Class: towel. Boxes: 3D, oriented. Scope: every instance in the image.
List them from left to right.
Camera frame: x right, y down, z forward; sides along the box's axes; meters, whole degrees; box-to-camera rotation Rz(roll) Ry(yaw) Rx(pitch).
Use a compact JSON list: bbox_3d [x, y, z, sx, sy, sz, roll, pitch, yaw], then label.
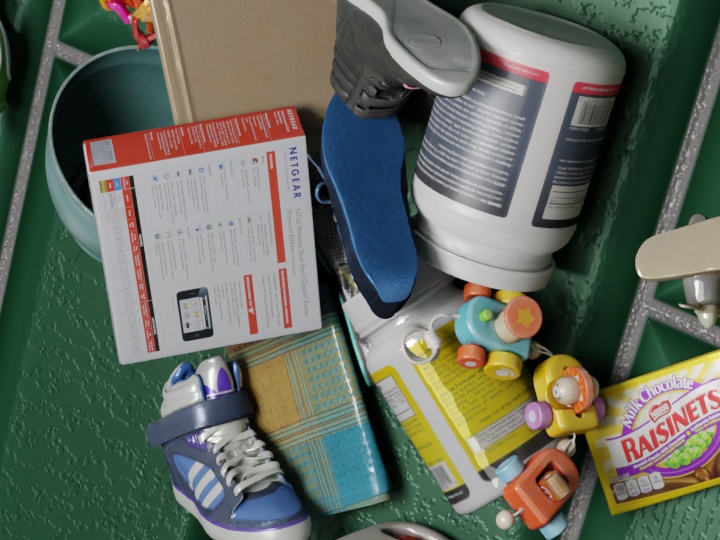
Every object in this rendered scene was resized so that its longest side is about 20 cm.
[{"bbox_3d":[-0.050,0.123,1.767,0.146,0.022,0.202,-20,84,41],"label":"towel"}]

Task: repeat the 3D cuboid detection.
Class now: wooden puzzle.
[{"bbox_3d":[-0.074,-0.189,1.613,0.183,0.037,0.202,-12,110,-5],"label":"wooden puzzle"}]

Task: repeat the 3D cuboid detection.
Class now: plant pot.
[{"bbox_3d":[-0.195,-0.081,1.758,0.201,0.199,0.134,58,148,13],"label":"plant pot"}]

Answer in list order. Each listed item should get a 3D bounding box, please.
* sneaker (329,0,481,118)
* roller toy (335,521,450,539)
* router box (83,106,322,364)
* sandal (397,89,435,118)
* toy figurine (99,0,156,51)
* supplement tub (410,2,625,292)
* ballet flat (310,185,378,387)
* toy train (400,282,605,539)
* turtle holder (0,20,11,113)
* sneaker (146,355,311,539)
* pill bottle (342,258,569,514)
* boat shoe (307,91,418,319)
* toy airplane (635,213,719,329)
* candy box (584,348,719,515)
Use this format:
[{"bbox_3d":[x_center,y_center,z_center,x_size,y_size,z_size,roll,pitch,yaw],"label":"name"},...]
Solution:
[{"bbox_3d":[0.035,-0.154,1.530,0.200,0.070,0.100,-131,40,-51],"label":"sneaker"},{"bbox_3d":[0.014,0.315,1.688,0.182,0.139,0.202,-25,82,32],"label":"roller toy"},{"bbox_3d":[-0.128,-0.026,1.633,0.049,0.178,0.201,-111,14,-52],"label":"router box"},{"bbox_3d":[0.019,-0.164,1.672,0.199,0.055,0.082,-14,103,35],"label":"sandal"},{"bbox_3d":[-0.160,-0.220,1.687,0.185,0.150,0.200,59,150,-5],"label":"toy figurine"},{"bbox_3d":[0.120,-0.099,1.563,0.140,0.140,0.202,26,109,28],"label":"supplement tub"},{"bbox_3d":[0.000,0.000,1.709,0.072,0.072,0.202,-29,81,32],"label":"ballet flat"},{"bbox_3d":[0.127,0.100,1.539,0.201,0.150,0.056,55,142,-1],"label":"toy train"},{"bbox_3d":[-0.402,-0.214,1.906,0.140,0.186,0.133,13,107,-2],"label":"turtle holder"},{"bbox_3d":[-0.118,0.154,1.758,0.199,0.080,0.148,21,121,54],"label":"sneaker"},{"bbox_3d":[0.076,0.088,1.618,0.114,0.114,0.201,-33,88,32],"label":"pill bottle"},{"bbox_3d":[-0.001,-0.054,1.571,0.069,0.083,0.202,103,166,-58],"label":"boat shoe"},{"bbox_3d":[0.332,-0.020,1.455,0.199,0.141,0.199,34,76,34],"label":"toy airplane"},{"bbox_3d":[0.271,0.121,1.563,0.199,0.026,0.103,-23,80,33],"label":"candy box"}]
